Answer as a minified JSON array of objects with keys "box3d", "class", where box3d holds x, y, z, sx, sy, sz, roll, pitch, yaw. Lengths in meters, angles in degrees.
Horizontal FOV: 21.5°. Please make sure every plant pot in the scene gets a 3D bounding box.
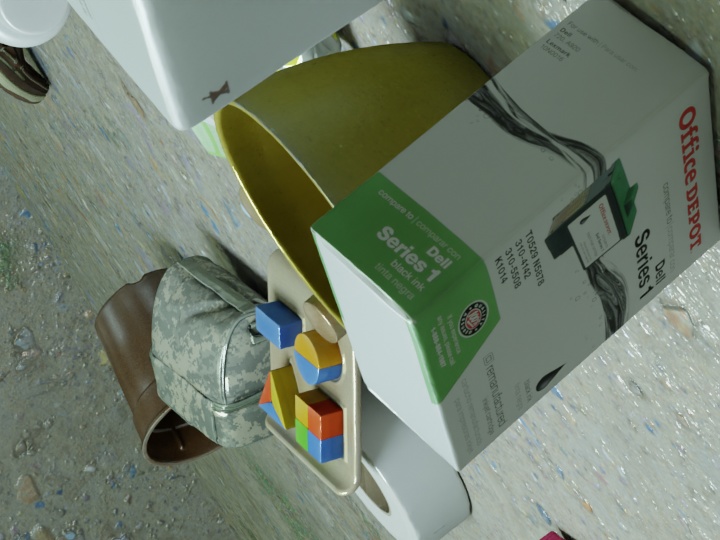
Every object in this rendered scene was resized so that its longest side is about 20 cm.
[{"box3d":[-0.242,0.118,2.492,0.199,0.199,0.201,55,169,25],"class":"plant pot"},{"box3d":[0.022,-0.063,1.191,0.200,0.142,0.200,50,167,16],"class":"plant pot"}]

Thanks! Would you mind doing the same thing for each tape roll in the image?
[{"box3d":[0.027,0.193,1.975,0.203,0.071,0.203,50,165,18],"class":"tape roll"}]

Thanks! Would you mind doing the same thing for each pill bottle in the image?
[{"box3d":[-0.378,-0.301,2.064,0.110,0.109,0.200,59,166,-21],"class":"pill bottle"}]

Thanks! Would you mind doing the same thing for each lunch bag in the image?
[{"box3d":[-0.154,0.087,2.194,0.200,0.139,0.169,33,139,50],"class":"lunch bag"}]

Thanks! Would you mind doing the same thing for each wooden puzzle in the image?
[{"box3d":[-0.057,0.100,1.890,0.185,0.046,0.202,37,129,53],"class":"wooden puzzle"}]

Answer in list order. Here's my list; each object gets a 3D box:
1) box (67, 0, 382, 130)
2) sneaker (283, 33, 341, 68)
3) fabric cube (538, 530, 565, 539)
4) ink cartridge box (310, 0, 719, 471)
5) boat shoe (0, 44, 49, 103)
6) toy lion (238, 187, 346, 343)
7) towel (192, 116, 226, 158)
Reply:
[{"box3d":[-0.080,-0.229,1.009,0.172,0.199,0.199,49,166,26],"class":"box"},{"box3d":[-0.076,-0.172,1.411,0.077,0.075,0.200,60,167,-24],"class":"sneaker"},{"box3d":[0.181,0.383,1.627,0.197,0.199,0.199,61,165,-24],"class":"fabric cube"},{"box3d":[0.085,-0.020,0.959,0.084,0.200,0.147,41,163,33],"class":"ink cartridge box"},{"box3d":[-0.470,-0.289,2.500,0.075,0.075,0.202,52,-169,35],"class":"boat shoe"},{"box3d":[0.000,0.000,1.624,0.191,0.069,0.201,16,140,59],"class":"toy lion"},{"box3d":[-0.162,-0.180,1.788,0.201,0.031,0.149,61,166,-26],"class":"towel"}]
